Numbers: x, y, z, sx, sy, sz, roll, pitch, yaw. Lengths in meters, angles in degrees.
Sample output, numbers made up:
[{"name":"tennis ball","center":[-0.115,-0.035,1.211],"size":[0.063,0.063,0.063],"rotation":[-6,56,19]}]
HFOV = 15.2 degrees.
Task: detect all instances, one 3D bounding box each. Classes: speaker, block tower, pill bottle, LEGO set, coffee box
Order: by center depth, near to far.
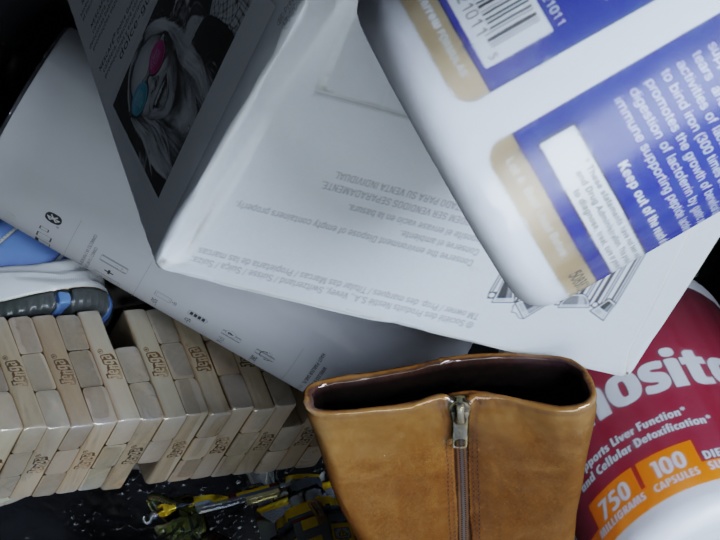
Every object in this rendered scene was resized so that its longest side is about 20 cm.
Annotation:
[{"name":"pill bottle","center":[0.110,-0.084,0.821],"size":[0.200,0.116,0.116],"rotation":[-29,132,5]},{"name":"coffee box","center":[0.034,-0.113,0.978],"size":[0.199,0.198,0.200],"rotation":[14,120,-28]},{"name":"speaker","center":[-0.048,-0.011,1.055],"size":[0.200,0.081,0.081],"rotation":[30,118,-3]},{"name":"block tower","center":[-0.094,0.051,1.073],"size":[0.200,0.054,0.058],"rotation":[-5,146,-31]},{"name":"pill bottle","center":[0.122,0.071,1.162],"size":[0.113,0.200,0.113],"rotation":[-10,131,-12]},{"name":"LEGO set","center":[-0.067,0.121,1.187],"size":[0.200,0.116,0.154],"rotation":[-25,155,20]}]

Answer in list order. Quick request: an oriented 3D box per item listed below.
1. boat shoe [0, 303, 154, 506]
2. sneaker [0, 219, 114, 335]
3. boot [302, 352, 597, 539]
[{"name":"boat shoe","center":[-0.135,0.048,1.142],"size":[0.200,0.076,0.072],"rotation":[-10,127,-25]},{"name":"sneaker","center":[-0.203,0.016,1.081],"size":[0.200,0.077,0.076],"rotation":[-11,150,-14]},{"name":"boot","center":[-0.001,0.115,1.021],"size":[0.188,0.069,0.200],"rotation":[-3,141,4]}]
